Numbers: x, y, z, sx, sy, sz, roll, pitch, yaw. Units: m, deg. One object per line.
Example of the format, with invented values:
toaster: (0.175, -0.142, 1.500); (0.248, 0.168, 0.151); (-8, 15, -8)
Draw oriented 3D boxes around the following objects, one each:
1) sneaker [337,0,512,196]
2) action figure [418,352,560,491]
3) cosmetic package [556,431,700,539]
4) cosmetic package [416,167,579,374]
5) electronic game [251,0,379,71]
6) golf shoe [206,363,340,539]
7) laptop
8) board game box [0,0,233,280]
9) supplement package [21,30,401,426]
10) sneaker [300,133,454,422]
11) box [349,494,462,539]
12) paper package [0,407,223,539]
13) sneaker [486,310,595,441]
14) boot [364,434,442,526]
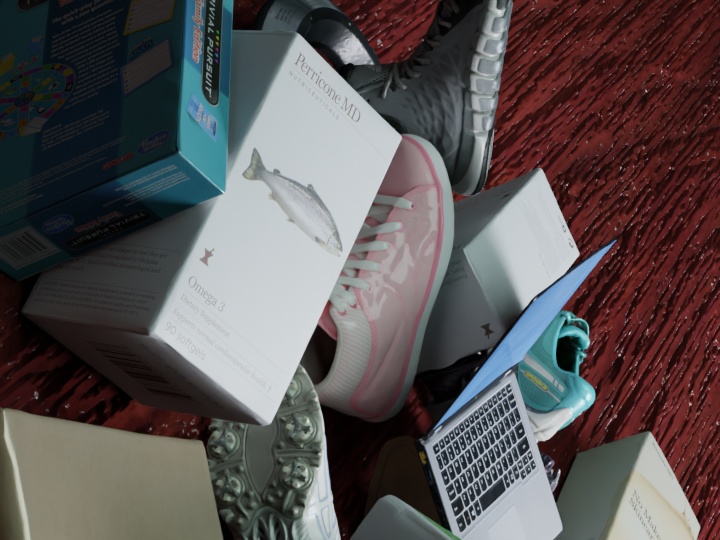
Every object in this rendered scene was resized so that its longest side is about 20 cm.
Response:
sneaker: (0.043, -0.150, 1.630); (0.075, 0.115, 0.201); (-70, 168, -66)
action figure: (0.100, 0.154, 1.720); (0.130, 0.069, 0.201); (-51, 121, -69)
cosmetic package: (0.201, 0.225, 1.850); (0.104, 0.073, 0.200); (60, 29, -16)
cosmetic package: (0.077, 0.003, 1.738); (0.081, 0.113, 0.200); (65, 25, -8)
electronic game: (-0.025, -0.104, 1.681); (0.200, 0.041, 0.201); (33, 51, -54)
golf shoe: (-0.047, 0.157, 1.461); (0.097, 0.078, 0.201); (52, 33, -64)
laptop: (0.126, 0.104, 1.587); (0.187, 0.116, 0.201); (-29, 103, -64)
board game box: (-0.147, -0.109, 1.355); (0.047, 0.151, 0.201); (42, 37, -42)
supplement package: (-0.085, -0.028, 1.368); (0.117, 0.117, 0.200); (41, 65, -41)
sneaker: (0.000, 0.000, 1.584); (0.105, 0.075, 0.201); (13, 87, -52)
box: (0.062, 0.275, 1.319); (0.171, 0.200, 0.199); (37, -4, -37)
paper package: (-0.148, 0.184, 1.197); (0.190, 0.103, 0.201); (16, 56, -57)
sneaker: (0.145, 0.060, 1.842); (0.078, 0.080, 0.200); (50, 19, -32)
boot: (0.067, 0.228, 1.618); (0.146, 0.070, 0.201); (38, 41, -56)
